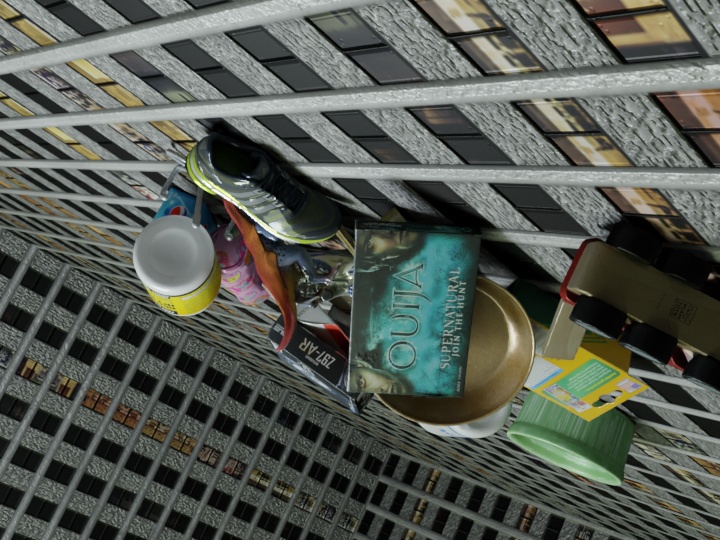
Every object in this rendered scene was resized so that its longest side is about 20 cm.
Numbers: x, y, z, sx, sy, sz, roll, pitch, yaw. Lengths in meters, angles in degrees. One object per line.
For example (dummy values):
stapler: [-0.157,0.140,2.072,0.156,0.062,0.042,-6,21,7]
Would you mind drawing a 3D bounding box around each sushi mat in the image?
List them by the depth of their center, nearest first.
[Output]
sushi mat: [0.016,0.006,1.200,0.200,0.012,0.096,53,177,16]

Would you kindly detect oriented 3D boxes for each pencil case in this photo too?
pencil case: [-0.198,-0.007,1.607,0.087,0.088,0.200,22,168,15]

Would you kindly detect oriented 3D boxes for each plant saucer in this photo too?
plant saucer: [0.099,0.085,1.114,0.199,0.201,0.036,28,-158,-11]

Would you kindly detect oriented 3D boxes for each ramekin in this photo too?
ramekin: [0.349,0.264,1.592,0.199,0.098,0.200,25,167,6]

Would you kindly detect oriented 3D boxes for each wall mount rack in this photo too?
wall mount rack: [-0.181,-0.076,1.283,0.199,0.075,0.174,33,177,-31]

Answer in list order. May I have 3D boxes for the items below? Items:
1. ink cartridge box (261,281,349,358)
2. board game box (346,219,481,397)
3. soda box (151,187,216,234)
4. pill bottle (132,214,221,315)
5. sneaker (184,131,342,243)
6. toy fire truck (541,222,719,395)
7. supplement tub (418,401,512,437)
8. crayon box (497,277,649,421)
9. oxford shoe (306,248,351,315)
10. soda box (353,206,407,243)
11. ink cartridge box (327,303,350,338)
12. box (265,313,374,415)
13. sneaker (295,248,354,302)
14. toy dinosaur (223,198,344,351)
ink cartridge box: [-0.052,0.101,1.451,0.200,0.050,0.162,50,175,28]
board game box: [0.055,0.045,1.060,0.134,0.202,0.028,2,-155,-1]
soda box: [-0.277,-0.063,1.568,0.064,0.068,0.200,25,167,4]
pill bottle: [-0.261,0.002,1.418,0.112,0.113,0.200,24,164,4]
sneaker: [-0.110,-0.096,1.134,0.199,0.074,0.081,26,164,-8]
toy fire truck: [0.260,0.050,0.927,0.175,0.130,0.200,26,179,-3]
supplement tub: [0.173,0.225,1.701,0.131,0.133,0.200,27,167,-7]
crayon box: [0.236,0.100,1.185,0.199,0.052,0.126,29,143,-11]
oxford shoe: [-0.037,0.013,1.412,0.199,0.071,0.075,14,160,42]
soda box: [0.069,0.008,1.160,0.068,0.064,0.200,53,-176,35]
ink cartridge box: [0.043,0.091,1.525,0.144,0.084,0.200,25,167,15]
box: [-0.057,0.145,1.465,0.160,0.044,0.200,35,169,9]
sneaker: [0.000,0.000,1.309,0.198,0.078,0.085,7,-157,7]
toy dinosaur: [-0.110,-0.036,1.200,0.181,0.200,0.105,34,135,1]
